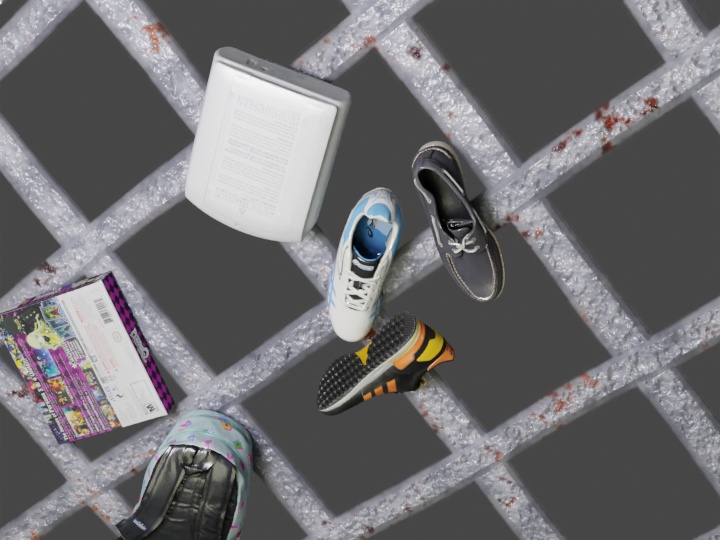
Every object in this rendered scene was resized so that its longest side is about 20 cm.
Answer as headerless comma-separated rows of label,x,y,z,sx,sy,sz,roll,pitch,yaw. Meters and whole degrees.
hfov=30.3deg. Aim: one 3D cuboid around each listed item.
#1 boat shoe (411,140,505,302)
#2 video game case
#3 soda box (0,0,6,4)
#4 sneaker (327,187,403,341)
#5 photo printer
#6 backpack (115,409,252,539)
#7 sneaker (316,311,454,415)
boat shoe,0.107,-0.045,1.509,0.072,0.063,0.202,-16,108,22
video game case,-0.360,0.117,1.732,0.180,0.036,0.202,-17,108,22
soda box,-0.496,-0.312,1.562,0.198,0.064,0.069,-21,108,24
sneaker,0.000,0.000,1.556,0.071,0.073,0.202,17,119,6
photo printer,-0.111,-0.135,1.527,0.165,0.070,0.202,20,118,6
backpack,-0.216,0.283,1.716,0.165,0.127,0.202,16,117,-5
sneaker,0.029,0.131,1.609,0.090,0.070,0.200,30,131,-25
